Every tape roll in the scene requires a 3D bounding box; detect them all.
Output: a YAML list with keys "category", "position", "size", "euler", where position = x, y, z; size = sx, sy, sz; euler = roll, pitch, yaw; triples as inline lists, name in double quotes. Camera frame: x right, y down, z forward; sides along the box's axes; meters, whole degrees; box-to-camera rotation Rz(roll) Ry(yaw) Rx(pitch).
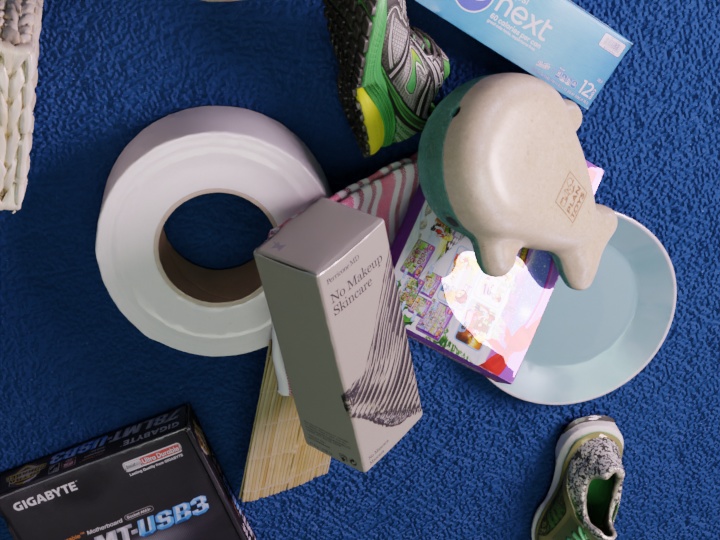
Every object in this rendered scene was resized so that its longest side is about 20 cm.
- category: "tape roll"
  position: [-0.118, -0.032, 1.002]
  size: [0.200, 0.071, 0.204]
  euler: [-3, 115, -6]

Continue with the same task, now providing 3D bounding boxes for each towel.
- category: "towel"
  position: [0.000, 0.000, 0.988]
  size: [0.199, 0.030, 0.148]
  euler: [-31, 129, -41]

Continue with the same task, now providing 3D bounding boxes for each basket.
- category: "basket"
  position: [-0.295, -0.138, 0.862]
  size: [0.122, 0.200, 0.137]
  euler: [5, 116, -16]

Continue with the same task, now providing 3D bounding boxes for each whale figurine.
- category: "whale figurine"
  position: [0.123, -0.066, 0.945]
  size: [0.200, 0.103, 0.160]
  euler: [38, 70, -37]

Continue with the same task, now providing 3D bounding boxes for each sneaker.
- category: "sneaker"
  position: [0.217, 0.245, 1.165]
  size: [0.076, 0.089, 0.202]
  euler: [0, 116, -7]
- category: "sneaker"
  position: [0.023, -0.173, 0.925]
  size: [0.085, 0.078, 0.200]
  euler: [-22, 153, -7]

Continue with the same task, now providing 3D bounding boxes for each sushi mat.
- category: "sushi mat"
  position: [-0.055, 0.126, 1.076]
  size: [0.095, 0.012, 0.201]
  euler: [-14, 134, -33]

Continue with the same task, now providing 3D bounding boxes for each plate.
- category: "plate"
  position: [0.189, 0.031, 1.095]
  size: [0.198, 0.026, 0.202]
  euler: [-3, 115, -6]

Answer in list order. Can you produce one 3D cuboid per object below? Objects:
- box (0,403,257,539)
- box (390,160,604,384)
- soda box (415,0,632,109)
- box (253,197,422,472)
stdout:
- category: "box"
  position: [-0.214, 0.247, 1.138]
  size: [0.198, 0.050, 0.200]
  euler: [-20, 117, 2]
- category: "box"
  position: [0.103, -0.025, 0.997]
  size: [0.136, 0.039, 0.201]
  euler: [28, 81, -15]
- category: "soda box"
  position: [0.111, -0.210, 0.945]
  size: [0.199, 0.068, 0.064]
  euler: [29, 107, -19]
- category: "box"
  position: [-0.013, 0.052, 0.923]
  size: [0.082, 0.068, 0.201]
  euler: [-41, 135, -32]
